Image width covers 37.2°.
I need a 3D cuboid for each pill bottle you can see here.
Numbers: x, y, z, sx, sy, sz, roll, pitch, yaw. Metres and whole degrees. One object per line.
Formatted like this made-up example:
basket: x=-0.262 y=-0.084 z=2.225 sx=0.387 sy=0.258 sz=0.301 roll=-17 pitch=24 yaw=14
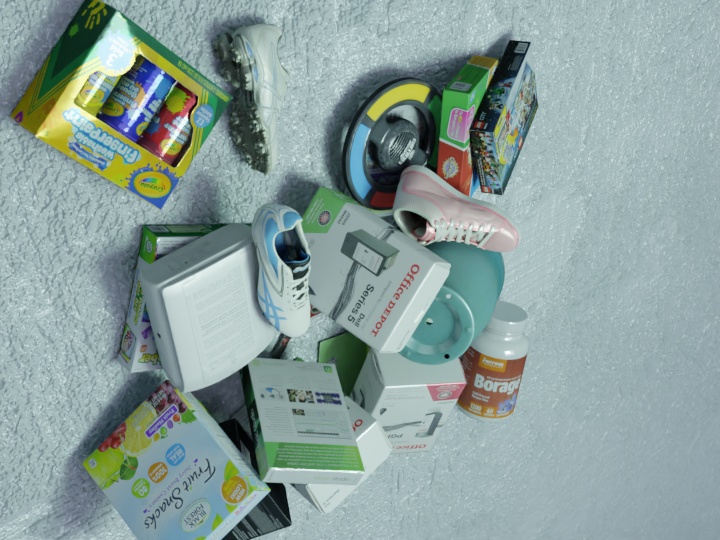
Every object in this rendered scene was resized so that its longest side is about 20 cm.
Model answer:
pill bottle: x=0.238 y=0.161 z=1.914 sx=0.112 sy=0.112 sz=0.201 roll=-12 pitch=121 yaw=-38

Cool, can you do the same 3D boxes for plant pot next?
plant pot: x=0.113 y=0.040 z=1.602 sx=0.188 sy=0.199 sz=0.201 roll=-70 pitch=168 yaw=-63

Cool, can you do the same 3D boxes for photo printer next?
photo printer: x=-0.197 y=0.057 z=1.410 sx=0.166 sy=0.069 sz=0.201 roll=-31 pitch=132 yaw=-29

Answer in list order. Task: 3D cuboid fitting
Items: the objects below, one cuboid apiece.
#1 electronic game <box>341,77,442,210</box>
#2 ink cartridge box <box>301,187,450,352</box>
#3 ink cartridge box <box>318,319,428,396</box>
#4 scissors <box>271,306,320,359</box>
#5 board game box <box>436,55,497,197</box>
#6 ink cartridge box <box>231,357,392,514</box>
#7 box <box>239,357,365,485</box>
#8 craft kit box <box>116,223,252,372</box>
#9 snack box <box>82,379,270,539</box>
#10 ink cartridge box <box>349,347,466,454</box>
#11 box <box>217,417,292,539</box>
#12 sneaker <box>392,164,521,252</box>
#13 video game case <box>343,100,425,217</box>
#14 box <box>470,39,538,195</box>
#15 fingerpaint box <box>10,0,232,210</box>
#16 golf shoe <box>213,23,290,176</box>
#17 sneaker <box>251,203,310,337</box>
electronic game: x=0.053 y=-0.182 z=1.551 sx=0.199 sy=0.042 sz=0.201 roll=-23 pitch=128 yaw=-34
ink cartridge box: x=0.000 y=0.000 z=1.474 sx=0.146 sy=0.200 sz=0.084 roll=-59 pitch=161 yaw=8
ink cartridge box: x=0.021 y=0.156 z=1.756 sx=0.199 sy=0.048 sz=0.146 roll=-20 pitch=127 yaw=-37
scissors: x=-0.113 y=0.094 z=1.619 sx=0.200 sy=0.014 sz=0.073 roll=-51 pitch=140 yaw=-5
board game box: x=0.159 y=-0.204 z=1.618 sx=0.153 sy=0.040 sz=0.201 roll=-53 pitch=151 yaw=-52
ink cartridge box: x=-0.073 y=0.245 z=1.605 sx=0.145 sy=0.200 sz=0.084 roll=-41 pitch=136 yaw=-17
box: x=-0.085 y=0.210 z=1.500 sx=0.144 sy=0.200 sz=0.036 roll=8 pitch=130 yaw=-24
craft kit box: x=-0.220 y=0.035 z=1.459 sx=0.199 sy=0.048 sz=0.198 roll=-4 pitch=119 yaw=-42
snack box: x=-0.248 y=0.277 z=1.434 sx=0.169 sy=0.200 sz=0.068 roll=-45 pitch=162 yaw=4
ink cartridge box: x=0.064 y=0.208 z=1.700 sx=0.145 sy=0.085 sz=0.200 roll=-1 pitch=140 yaw=-21
box: x=-0.205 y=0.321 z=1.579 sx=0.141 sy=0.079 sz=0.200 roll=-22 pitch=134 yaw=4
sneaker: x=0.132 y=-0.061 z=1.532 sx=0.075 sy=0.200 sz=0.105 roll=-52 pitch=-170 yaw=48
video game case: x=0.063 y=-0.171 z=1.616 sx=0.199 sy=0.022 sz=0.183 roll=-11 pitch=121 yaw=-40
box: x=0.224 y=-0.235 z=1.643 sx=0.137 sy=0.038 sz=0.201 roll=72 pitch=35 yaw=-50
fingerpaint box: x=-0.273 y=-0.190 z=1.248 sx=0.200 sy=0.073 sz=0.167 roll=34 pitch=89 yaw=-48
golf shoe: x=-0.120 y=-0.221 z=1.378 sx=0.097 sy=0.078 sz=0.201 roll=-32 pitch=134 yaw=-33
sneaker: x=-0.093 y=0.008 z=1.382 sx=0.072 sy=0.072 sz=0.201 roll=-33 pitch=130 yaw=-33
